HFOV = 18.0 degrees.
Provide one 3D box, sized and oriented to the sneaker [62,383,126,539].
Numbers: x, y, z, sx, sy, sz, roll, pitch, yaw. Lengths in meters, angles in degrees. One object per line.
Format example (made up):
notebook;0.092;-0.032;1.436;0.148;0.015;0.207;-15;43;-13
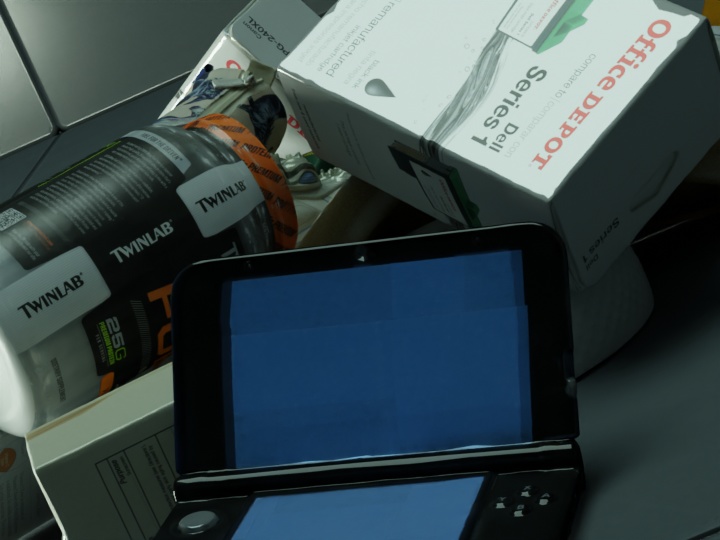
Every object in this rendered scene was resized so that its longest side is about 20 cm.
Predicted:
sneaker;-0.086;0.076;1.272;0.202;0.077;0.146;-39;12;1

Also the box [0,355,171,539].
box;-0.198;0.077;1.374;0.200;0.098;0.125;-30;-28;-26

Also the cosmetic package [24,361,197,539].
cosmetic package;-0.059;0.091;1.156;0.199;0.106;0.071;-24;15;-7

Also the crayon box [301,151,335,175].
crayon box;-0.111;0.016;1.561;0.199;0.058;0.173;-20;31;27

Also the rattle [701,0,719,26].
rattle;0.152;-0.123;1.446;0.199;0.144;0.130;1;9;3

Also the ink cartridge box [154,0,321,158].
ink cartridge box;-0.070;-0.095;1.684;0.200;0.145;0.083;-46;3;47

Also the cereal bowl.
cereal bowl;0.061;0.017;1.291;0.199;0.084;0.200;-24;12;5

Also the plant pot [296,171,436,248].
plant pot;0.000;0.000;1.376;0.200;0.027;0.200;-50;-17;-20

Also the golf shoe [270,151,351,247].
golf shoe;-0.009;-0.027;1.487;0.199;0.098;0.078;-9;-13;-38

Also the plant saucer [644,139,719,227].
plant saucer;0.158;-0.054;1.363;0.199;0.036;0.200;-4;-10;-1

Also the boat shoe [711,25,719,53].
boat shoe;0.165;-0.107;1.339;0.199;0.071;0.070;9;27;4

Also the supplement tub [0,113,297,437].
supplement tub;-0.140;-0.003;1.285;0.200;0.123;0.122;-32;14;-27

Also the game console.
game console;-0.007;0.068;1.029;0.199;0.119;0.171;-7;18;16

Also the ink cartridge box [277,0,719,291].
ink cartridge box;0.080;-0.098;1.243;0.200;0.084;0.146;28;67;34

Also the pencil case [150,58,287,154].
pencil case;-0.117;-0.069;1.508;0.078;0.090;0.200;20;32;11
